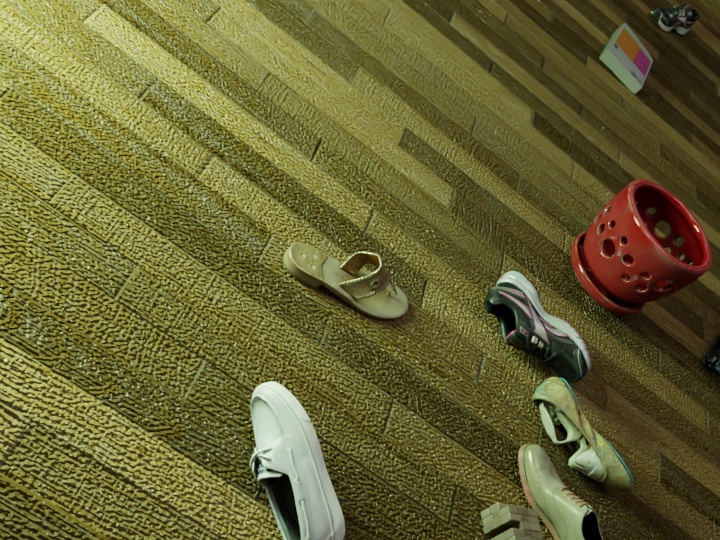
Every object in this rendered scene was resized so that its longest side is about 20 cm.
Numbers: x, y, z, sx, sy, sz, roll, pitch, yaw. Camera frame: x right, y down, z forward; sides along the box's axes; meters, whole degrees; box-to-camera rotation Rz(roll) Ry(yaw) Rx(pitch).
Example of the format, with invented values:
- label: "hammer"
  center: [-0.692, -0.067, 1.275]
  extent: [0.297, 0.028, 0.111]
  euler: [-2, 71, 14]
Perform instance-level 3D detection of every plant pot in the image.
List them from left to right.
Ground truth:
- label: "plant pot"
  center: [0.492, -0.034, 1.629]
  extent: [0.200, 0.182, 0.201]
  euler: [24, 45, -26]

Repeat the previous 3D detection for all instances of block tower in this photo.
- label: "block tower"
  center: [0.201, 0.390, 1.126]
  extent: [0.058, 0.054, 0.200]
  euler: [17, 47, -30]

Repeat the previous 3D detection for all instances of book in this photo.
- label: "book"
  center: [0.704, -0.557, 2.382]
  extent: [0.134, 0.048, 0.200]
  euler: [45, 40, -6]

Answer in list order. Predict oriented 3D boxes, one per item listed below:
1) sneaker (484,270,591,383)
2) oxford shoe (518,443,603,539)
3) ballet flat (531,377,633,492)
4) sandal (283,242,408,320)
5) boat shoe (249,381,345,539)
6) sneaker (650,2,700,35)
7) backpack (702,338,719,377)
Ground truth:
- label: "sneaker"
  center: [0.265, 0.102, 1.412]
  extent: [0.086, 0.080, 0.200]
  euler: [-32, 74, -38]
- label: "oxford shoe"
  center: [0.285, 0.323, 1.241]
  extent: [0.071, 0.074, 0.200]
  euler: [-5, 62, -44]
- label: "ballet flat"
  center: [0.324, 0.255, 1.350]
  extent: [0.071, 0.071, 0.200]
  euler: [-20, 73, -48]
- label: "sandal"
  center: [0.000, 0.005, 1.256]
  extent: [0.211, 0.070, 0.078]
  euler: [23, 45, -27]
- label: "boat shoe"
  center: [-0.086, 0.221, 1.006]
  extent: [0.068, 0.072, 0.200]
  euler: [-7, 72, -45]
- label: "sneaker"
  center: [0.966, -0.785, 2.773]
  extent: [0.200, 0.086, 0.080]
  euler: [-9, 62, -45]
- label: "backpack"
  center: [0.798, 0.193, 1.755]
  extent: [0.200, 0.147, 0.183]
  euler: [54, 42, 5]
